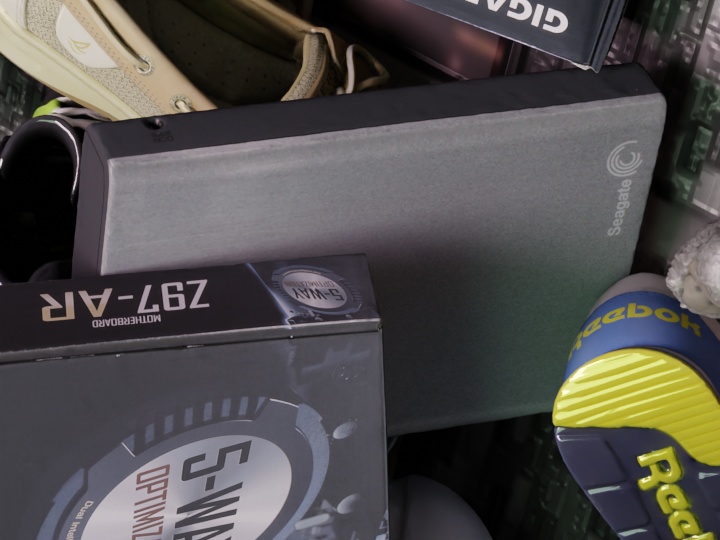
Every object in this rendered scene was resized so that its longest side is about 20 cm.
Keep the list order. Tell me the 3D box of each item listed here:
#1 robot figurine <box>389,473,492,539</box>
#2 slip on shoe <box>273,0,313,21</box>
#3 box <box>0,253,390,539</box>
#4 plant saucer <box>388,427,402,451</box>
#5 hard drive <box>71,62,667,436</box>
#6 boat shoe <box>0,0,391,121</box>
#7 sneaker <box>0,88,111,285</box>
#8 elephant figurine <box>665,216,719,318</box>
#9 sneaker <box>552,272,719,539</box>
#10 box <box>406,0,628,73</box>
[{"bbox_3d":[-0.030,0.128,1.118,0.199,0.170,0.114,8,87,1],"label":"robot figurine"},{"bbox_3d":[-0.068,-0.161,1.078,0.076,0.061,0.201,-17,119,13],"label":"slip on shoe"},{"bbox_3d":[-0.070,0.096,0.978,0.159,0.044,0.201,-4,121,-5],"label":"box"},{"bbox_3d":[-0.079,0.040,1.088,0.200,0.200,0.028,29,140,24],"label":"plant saucer"},{"bbox_3d":[0.000,0.000,1.007,0.033,0.199,0.140,-120,29,-45],"label":"hard drive"},{"bbox_3d":[-0.045,-0.073,1.048,0.200,0.073,0.063,34,143,-10],"label":"boat shoe"},{"bbox_3d":[-0.099,-0.030,1.076,0.071,0.201,0.083,1,131,5],"label":"sneaker"},{"bbox_3d":[0.193,-0.074,0.871,0.154,0.142,0.200,9,153,-11],"label":"elephant figurine"},{"bbox_3d":[0.125,0.087,1.041,0.074,0.082,0.201,-13,122,13],"label":"sneaker"},{"bbox_3d":[0.014,-0.174,0.974,0.199,0.046,0.160,21,125,6],"label":"box"}]
